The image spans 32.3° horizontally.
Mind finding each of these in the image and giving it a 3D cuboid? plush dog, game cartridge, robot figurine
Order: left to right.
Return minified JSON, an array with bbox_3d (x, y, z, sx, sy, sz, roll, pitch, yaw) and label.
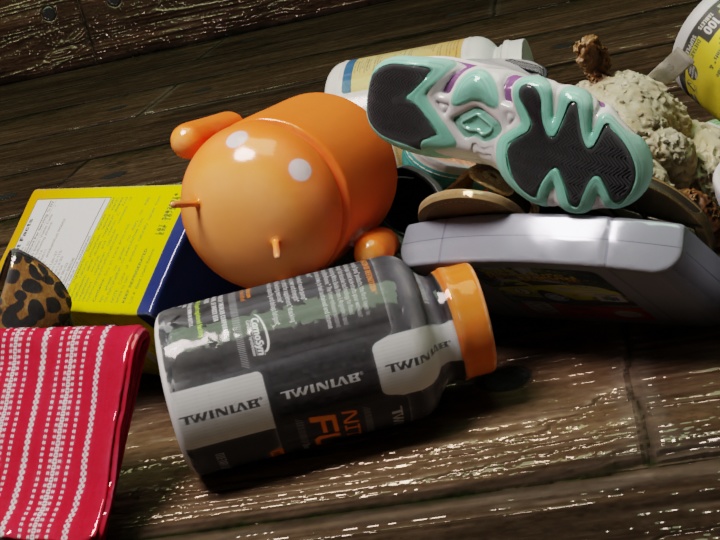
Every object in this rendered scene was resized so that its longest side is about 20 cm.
[{"bbox_3d":[-0.045,-0.054,0.845,0.116,0.144,0.200,-20,9,28],"label":"robot figurine"},{"bbox_3d":[0.133,0.000,0.813,0.200,0.041,0.133,1,-21,37],"label":"game cartridge"},{"bbox_3d":[0.196,-0.075,0.971,0.200,0.161,0.172,-7,43,19],"label":"plush dog"}]

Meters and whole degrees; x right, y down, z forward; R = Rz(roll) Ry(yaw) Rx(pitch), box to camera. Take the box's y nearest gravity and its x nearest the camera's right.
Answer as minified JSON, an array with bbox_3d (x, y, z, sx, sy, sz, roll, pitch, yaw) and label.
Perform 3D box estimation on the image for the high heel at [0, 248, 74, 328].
[{"bbox_3d":[-0.278,0.077,0.824,0.200,0.143,0.071,-25,21,-31],"label":"high heel"}]

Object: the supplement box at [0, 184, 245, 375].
[{"bbox_3d":[-0.172,0.009,0.944,0.200,0.110,0.109,2,61,38],"label":"supplement box"}]

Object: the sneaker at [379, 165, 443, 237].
[{"bbox_3d":[-0.004,-0.062,1.000,0.200,0.099,0.071,21,74,17],"label":"sneaker"}]

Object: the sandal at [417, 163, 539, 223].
[{"bbox_3d":[0.090,-0.049,0.873,0.077,0.070,0.212,9,-14,14],"label":"sandal"}]

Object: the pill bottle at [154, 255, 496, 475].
[{"bbox_3d":[-0.019,0.052,0.771,0.200,0.106,0.106,-14,18,-2],"label":"pill bottle"}]

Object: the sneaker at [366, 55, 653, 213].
[{"bbox_3d":[0.118,-0.101,0.812,0.200,0.078,0.140,26,25,29],"label":"sneaker"}]

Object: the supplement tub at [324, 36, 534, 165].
[{"bbox_3d":[0.077,-0.155,1.252,0.200,0.145,0.145,-8,19,16],"label":"supplement tub"}]

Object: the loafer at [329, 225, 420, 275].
[{"bbox_3d":[0.000,0.000,0.954,0.200,0.075,0.070,26,3,43],"label":"loafer"}]

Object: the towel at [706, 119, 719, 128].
[{"bbox_3d":[0.369,-0.132,1.171,0.200,0.023,0.153,-21,19,-21],"label":"towel"}]

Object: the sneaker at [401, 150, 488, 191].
[{"bbox_3d":[0.084,-0.076,1.077,0.071,0.080,0.200,43,21,20],"label":"sneaker"}]

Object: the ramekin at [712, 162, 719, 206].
[{"bbox_3d":[0.316,-0.019,0.737,0.200,0.098,0.201,-9,21,3],"label":"ramekin"}]

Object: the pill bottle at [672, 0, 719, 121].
[{"bbox_3d":[0.350,-0.141,0.992,0.112,0.113,0.200,-19,44,-16],"label":"pill bottle"}]

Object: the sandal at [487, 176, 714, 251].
[{"bbox_3d":[0.166,-0.057,0.873,0.055,0.082,0.200,-40,35,-22],"label":"sandal"}]

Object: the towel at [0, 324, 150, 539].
[{"bbox_3d":[-0.228,0.100,0.757,0.200,0.022,0.145,-2,63,19],"label":"towel"}]
